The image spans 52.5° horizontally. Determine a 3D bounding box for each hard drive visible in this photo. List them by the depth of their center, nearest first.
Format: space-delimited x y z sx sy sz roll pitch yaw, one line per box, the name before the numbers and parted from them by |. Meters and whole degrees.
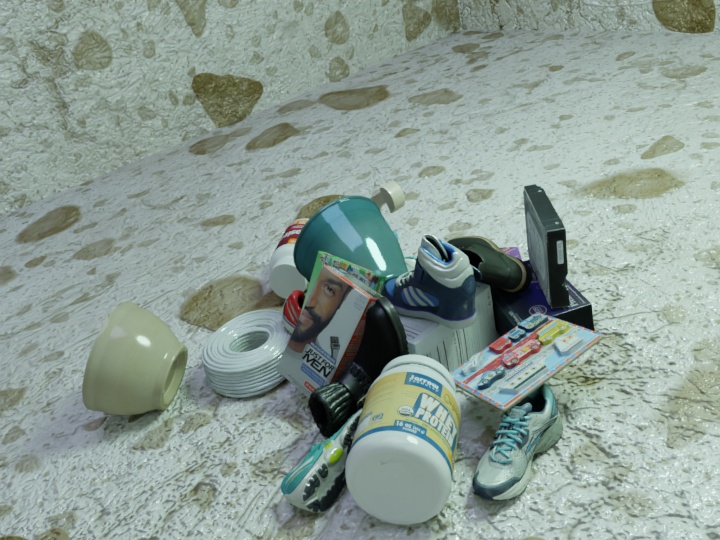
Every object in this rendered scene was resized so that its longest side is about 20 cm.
hard drive | 0.314 -0.046 1.245 0.037 0.143 0.201 -8 27 6

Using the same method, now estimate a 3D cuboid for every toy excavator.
toy excavator | 0.029 -0.099 1.593 0.099 0.205 0.192 -32 31 -32

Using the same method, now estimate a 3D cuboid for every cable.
cable | -0.202 0.153 1.375 0.197 0.071 0.198 -30 30 -28

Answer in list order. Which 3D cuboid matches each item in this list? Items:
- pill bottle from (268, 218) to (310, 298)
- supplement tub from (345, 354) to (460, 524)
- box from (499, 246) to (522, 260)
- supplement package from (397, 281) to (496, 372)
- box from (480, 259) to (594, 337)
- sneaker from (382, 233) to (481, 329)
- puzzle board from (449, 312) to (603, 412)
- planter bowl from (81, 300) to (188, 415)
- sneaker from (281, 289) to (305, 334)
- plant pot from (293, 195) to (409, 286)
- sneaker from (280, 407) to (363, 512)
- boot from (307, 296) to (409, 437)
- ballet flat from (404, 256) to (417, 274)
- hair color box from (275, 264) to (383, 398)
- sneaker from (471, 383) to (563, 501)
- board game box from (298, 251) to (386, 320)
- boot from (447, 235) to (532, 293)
pill bottle | -0.140 -0.025 1.638 0.110 0.116 0.201 -7 27 13
supplement tub | 0.065 0.227 1.012 0.140 0.148 0.201 -6 28 17
box | 0.203 0.009 1.433 0.196 0.040 0.136 -25 9 -19
supplement package | 0.128 0.107 1.249 0.198 0.112 0.112 -33 32 -33
box | 0.302 0.064 1.284 0.137 0.081 0.201 -19 27 -3
sneaker | 0.103 0.000 1.174 0.080 0.150 0.197 -31 32 -32
puzzle board | 0.239 0.127 1.083 0.197 0.018 0.150 -31 20 -19
planter bowl | -0.396 0.175 1.327 0.131 0.204 0.202 18 32 4
sneaker | -0.059 0.104 1.323 0.197 0.087 0.077 29 30 15
plant pot | 0.000 0.000 1.359 0.196 0.203 0.189 -23 52 -18
sneaker | -0.040 0.266 1.077 0.078 0.079 0.199 1 30 46
boot | -0.007 0.155 1.127 0.154 0.216 0.079 -19 37 -22
ballet flat | 0.057 0.022 1.476 0.069 0.071 0.199 -31 6 -31
hair color box | -0.050 0.108 1.213 0.110 0.204 0.063 32 13 30
sneaker | 0.208 0.228 1.003 0.076 0.088 0.199 8 34 39
board game box | -0.043 0.086 1.266 0.132 0.206 0.029 21 8 29
boot | 0.186 -0.026 1.269 0.136 0.080 0.198 12 5 -40
